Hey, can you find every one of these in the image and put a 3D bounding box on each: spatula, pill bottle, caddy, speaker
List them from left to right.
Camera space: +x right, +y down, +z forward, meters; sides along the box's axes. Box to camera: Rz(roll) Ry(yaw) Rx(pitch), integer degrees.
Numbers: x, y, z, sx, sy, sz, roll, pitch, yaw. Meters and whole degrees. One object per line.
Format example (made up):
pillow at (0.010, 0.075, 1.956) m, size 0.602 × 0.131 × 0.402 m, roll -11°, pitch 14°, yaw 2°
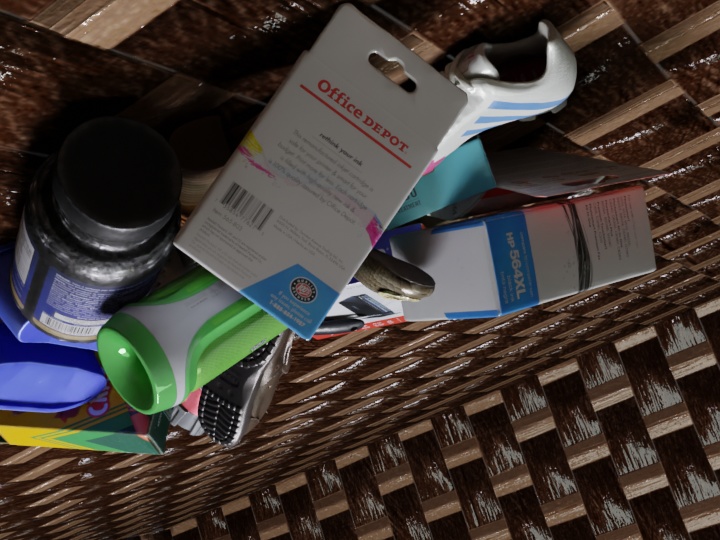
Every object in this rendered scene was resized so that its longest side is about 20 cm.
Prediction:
caddy at (-0.290, 0.045, 0.908) m, size 0.141 × 0.105 × 0.200 m, roll -45°, pitch 155°, yaw 11°
pill bottle at (-0.197, -0.028, 0.751) m, size 0.111 × 0.113 × 0.200 m, roll -10°, pitch 162°, yaw -29°
speaker at (-0.105, 0.029, 0.790) m, size 0.199 × 0.089 × 0.088 m, roll -34°, pitch 176°, yaw -37°
spatula at (-0.092, 0.075, 1.098) m, size 0.197 × 0.021 × 0.057 m, roll -12°, pitch 151°, yaw -7°

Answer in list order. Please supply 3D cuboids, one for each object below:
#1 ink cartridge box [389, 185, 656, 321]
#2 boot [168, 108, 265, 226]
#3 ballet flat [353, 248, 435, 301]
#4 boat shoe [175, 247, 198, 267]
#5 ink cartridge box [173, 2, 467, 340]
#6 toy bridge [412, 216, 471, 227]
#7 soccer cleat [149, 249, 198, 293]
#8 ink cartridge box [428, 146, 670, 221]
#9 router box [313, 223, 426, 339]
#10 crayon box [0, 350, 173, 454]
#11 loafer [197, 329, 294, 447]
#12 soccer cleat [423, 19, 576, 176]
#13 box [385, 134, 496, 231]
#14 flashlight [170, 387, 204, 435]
ink cartridge box at (0.150, -0.015, 0.925) m, size 0.198 × 0.086 × 0.145 m, roll -12°, pitch -178°, yaw -32°
boot at (-0.064, -0.080, 0.818) m, size 0.197 × 0.075 × 0.155 m, roll -6°, pitch 162°, yaw -10°
ballet flat at (0.000, 0.000, 0.910) m, size 0.067 × 0.047 × 0.199 m, roll 20°, pitch -177°, yaw -35°
boat shoe at (-0.105, -0.028, 0.961) m, size 0.067 × 0.058 × 0.199 m, roll -30°, pitch 161°, yaw 34°
ink cartridge box at (-0.027, -0.068, 0.704) m, size 0.201 × 0.115 × 0.068 m, roll -55°, pitch -173°, yaw -2°
toy bridge at (0.091, -0.063, 1.130) m, size 0.067 × 0.028 × 0.200 m, roll -25°, pitch 162°, yaw 19°
soccer cleat at (-0.175, 0.019, 0.913) m, size 0.068 × 0.086 × 0.200 m, roll -25°, pitch -178°, yaw 2°
ink cartridge box at (0.162, -0.075, 0.944) m, size 0.159 × 0.051 × 0.199 m, roll -12°, pitch -160°, yaw -29°
router box at (0.004, 0.017, 1.085) m, size 0.198 × 0.050 × 0.179 m, roll -12°, pitch 161°, yaw 19°
crayon box at (-0.283, 0.113, 1.008) m, size 0.197 × 0.128 × 0.051 m, roll 0°, pitch 147°, yaw 12°
loafer at (-0.100, 0.072, 0.952) m, size 0.071 × 0.073 × 0.202 m, roll -26°, pitch 146°, yaw -55°
soccer cleat at (0.076, -0.140, 0.807) m, size 0.198 × 0.070 × 0.086 m, roll -24°, pitch 148°, yaw 8°
box at (0.017, -0.073, 0.896) m, size 0.198 × 0.050 × 0.083 m, roll -21°, pitch -155°, yaw 9°
flashlight at (-0.134, 0.085, 1.034) m, size 0.201 × 0.068 × 0.068 m, roll -52°, pitch -168°, yaw 30°
